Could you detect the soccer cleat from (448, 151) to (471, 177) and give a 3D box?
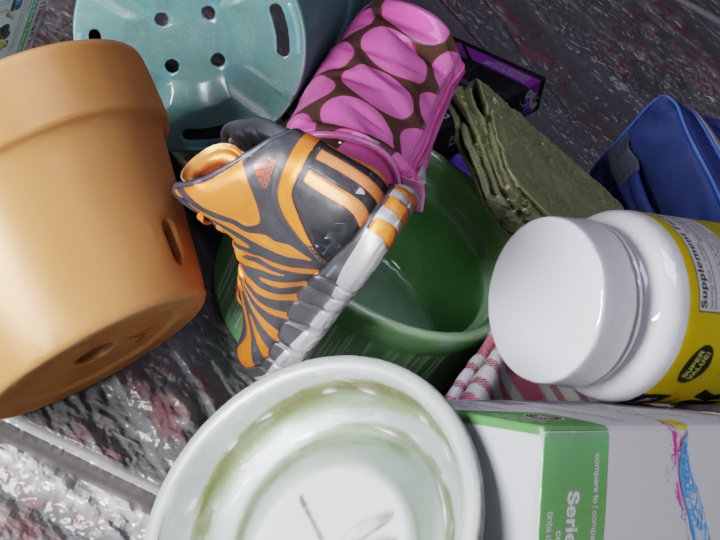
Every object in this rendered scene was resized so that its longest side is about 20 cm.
[{"bbox_3d":[0.115,-0.011,1.137,0.073,0.068,0.201,-11,58,-47],"label":"soccer cleat"}]

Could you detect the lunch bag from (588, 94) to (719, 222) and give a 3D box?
[{"bbox_3d":[0.259,-0.027,1.199,0.131,0.136,0.201,15,39,-27],"label":"lunch bag"}]

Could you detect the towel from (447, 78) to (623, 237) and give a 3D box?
[{"bbox_3d":[0.136,-0.042,1.080,0.199,0.036,0.149,34,27,-32],"label":"towel"}]

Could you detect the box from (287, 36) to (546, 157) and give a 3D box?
[{"bbox_3d":[0.039,-0.143,1.225,0.142,0.036,0.200,28,34,24],"label":"box"}]

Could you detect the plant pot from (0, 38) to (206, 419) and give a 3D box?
[{"bbox_3d":[-0.175,-0.012,0.840,0.199,0.200,0.141,-20,76,-47],"label":"plant pot"}]

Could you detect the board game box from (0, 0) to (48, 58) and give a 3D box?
[{"bbox_3d":[-0.283,-0.131,0.917,0.064,0.148,0.200,42,37,17],"label":"board game box"}]

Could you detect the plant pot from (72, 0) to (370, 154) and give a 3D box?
[{"bbox_3d":[-0.097,-0.180,1.030,0.199,0.201,0.196,27,24,-7],"label":"plant pot"}]

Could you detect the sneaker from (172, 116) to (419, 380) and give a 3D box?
[{"bbox_3d":[-0.051,-0.018,0.836,0.112,0.200,0.078,34,53,-2],"label":"sneaker"}]

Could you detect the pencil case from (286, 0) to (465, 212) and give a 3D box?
[{"bbox_3d":[0.013,-0.098,0.981,0.093,0.091,0.201,0,36,16],"label":"pencil case"}]

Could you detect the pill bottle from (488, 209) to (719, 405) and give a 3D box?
[{"bbox_3d":[0.180,0.024,0.931,0.199,0.115,0.115,5,44,-37],"label":"pill bottle"}]

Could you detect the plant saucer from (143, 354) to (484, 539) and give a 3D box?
[{"bbox_3d":[-0.020,0.143,0.799,0.050,0.199,0.201,47,17,-49],"label":"plant saucer"}]

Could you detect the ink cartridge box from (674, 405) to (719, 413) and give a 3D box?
[{"bbox_3d":[0.309,0.084,1.104,0.199,0.146,0.085,16,38,-20],"label":"ink cartridge box"}]

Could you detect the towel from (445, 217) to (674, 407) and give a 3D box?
[{"bbox_3d":[0.131,0.083,0.969,0.147,0.030,0.200,53,54,-21],"label":"towel"}]

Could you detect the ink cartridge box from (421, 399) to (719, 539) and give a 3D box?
[{"bbox_3d":[0.125,0.118,0.854,0.199,0.144,0.085,4,89,-35],"label":"ink cartridge box"}]

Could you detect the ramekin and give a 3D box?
[{"bbox_3d":[0.000,0.000,1.014,0.199,0.098,0.201,20,38,-17],"label":"ramekin"}]
